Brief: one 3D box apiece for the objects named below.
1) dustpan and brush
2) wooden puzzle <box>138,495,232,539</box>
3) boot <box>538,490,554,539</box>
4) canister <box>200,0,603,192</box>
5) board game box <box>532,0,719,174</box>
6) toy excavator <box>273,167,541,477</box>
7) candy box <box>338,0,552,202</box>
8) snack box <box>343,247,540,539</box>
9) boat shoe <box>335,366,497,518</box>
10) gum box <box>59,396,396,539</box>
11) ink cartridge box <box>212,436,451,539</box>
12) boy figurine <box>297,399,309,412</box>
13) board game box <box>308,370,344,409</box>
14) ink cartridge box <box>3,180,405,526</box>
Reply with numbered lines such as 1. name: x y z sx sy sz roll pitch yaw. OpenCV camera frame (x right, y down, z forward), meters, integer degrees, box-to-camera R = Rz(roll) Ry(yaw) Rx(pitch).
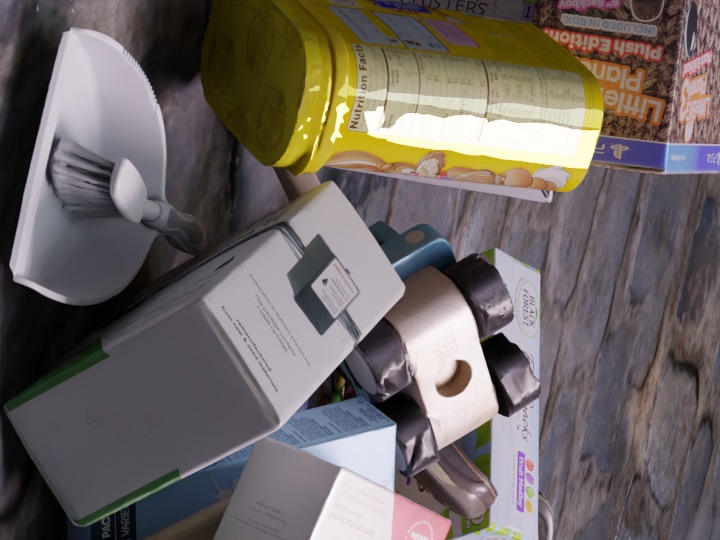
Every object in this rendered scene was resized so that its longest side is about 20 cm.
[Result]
1. dustpan and brush: -0.126 -0.038 1.464 0.200 0.057 0.140 57 44 -77
2. wooden puzzle: -0.115 0.234 1.508 0.200 0.037 0.185 -27 125 -28
3. boot: 0.074 0.201 1.891 0.154 0.073 0.204 -79 -167 -62
4. canister: 0.025 -0.108 1.594 0.149 0.200 0.087 48 -53 55
5. board game box: 0.177 -0.165 1.722 0.159 0.097 0.200 -8 105 -70
6. toy excavator: 0.000 0.000 1.653 0.100 0.200 0.195 -31 128 -16
7. candy box: 0.062 -0.160 1.802 0.072 0.167 0.200 52 50 -69
8. snack box: 0.052 0.101 1.808 0.053 0.142 0.200 27 54 -39
9. boat shoe: 0.032 0.067 1.731 0.073 0.200 0.075 -35 157 -4
10. gum box: -0.076 0.177 1.572 0.200 0.045 0.170 -11 117 -28
11. ink cartridge box: -0.041 0.205 1.482 0.116 0.067 0.200 30 81 -50
12. boy figurine: -0.066 0.130 1.707 0.124 0.064 0.200 -5 104 -47
13. board game box: -0.040 0.050 1.835 0.200 0.023 0.105 52 48 -66
14. ink cartridge box: -0.081 0.042 1.487 0.083 0.146 0.200 58 27 -6
